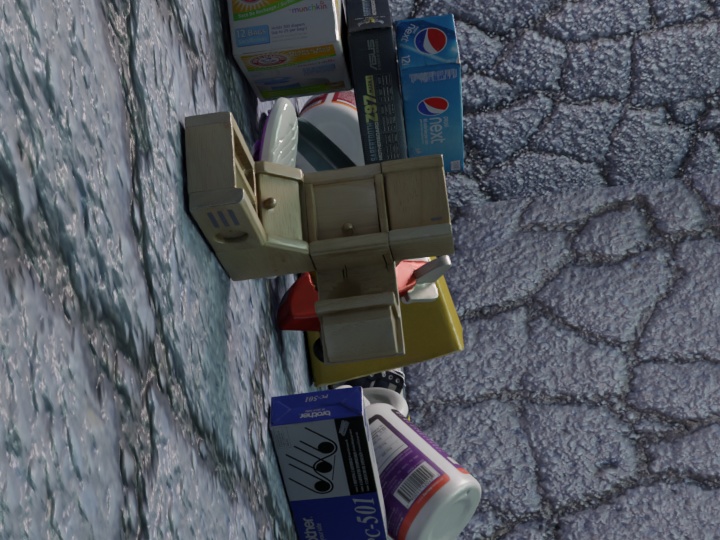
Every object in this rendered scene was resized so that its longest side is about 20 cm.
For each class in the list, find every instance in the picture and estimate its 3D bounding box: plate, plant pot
[{"bbox_3d":[-0.030,-0.121,1.491,0.200,0.026,0.200,45,-3,3],"label":"plate"},{"bbox_3d":[0.018,0.018,1.673,0.194,0.194,0.202,-55,131,-83],"label":"plant pot"}]

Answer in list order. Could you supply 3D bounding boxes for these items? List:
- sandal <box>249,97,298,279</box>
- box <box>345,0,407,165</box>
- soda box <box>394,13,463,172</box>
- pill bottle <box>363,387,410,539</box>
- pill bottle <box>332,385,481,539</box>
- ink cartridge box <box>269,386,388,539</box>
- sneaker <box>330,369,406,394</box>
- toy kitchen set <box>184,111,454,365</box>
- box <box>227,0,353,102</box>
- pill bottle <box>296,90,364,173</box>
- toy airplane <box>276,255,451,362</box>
[{"bbox_3d":[-0.095,-0.074,1.235,0.083,0.049,0.204,-68,168,-50],"label":"sandal"},{"bbox_3d":[0.018,-0.195,1.391,0.158,0.051,0.201,-95,177,-59],"label":"box"},{"bbox_3d":[0.076,-0.184,1.382,0.200,0.064,0.068,81,3,-61],"label":"soda box"},{"bbox_3d":[0.022,0.272,1.767,0.112,0.111,0.202,-87,170,-65],"label":"pill bottle"},{"bbox_3d":[0.030,0.221,1.448,0.200,0.111,0.112,39,-21,30],"label":"pill bottle"},{"bbox_3d":[-0.029,0.209,1.310,0.044,0.093,0.201,-92,173,-51],"label":"ink cartridge box"},{"bbox_3d":[0.006,0.119,1.817,0.070,0.107,0.202,-55,138,-84],"label":"sneaker"},{"bbox_3d":[-0.024,-0.027,1.048,0.181,0.198,0.165,71,12,-70],"label":"toy kitchen set"},{"bbox_3d":[-0.073,-0.255,1.349,0.200,0.111,0.102,63,21,-83],"label":"box"},{"bbox_3d":[-0.034,-0.186,1.746,0.200,0.112,0.114,-81,163,-73],"label":"pill bottle"},{"bbox_3d":[0.000,0.000,1.438,0.142,0.199,0.199,55,6,11],"label":"toy airplane"}]
